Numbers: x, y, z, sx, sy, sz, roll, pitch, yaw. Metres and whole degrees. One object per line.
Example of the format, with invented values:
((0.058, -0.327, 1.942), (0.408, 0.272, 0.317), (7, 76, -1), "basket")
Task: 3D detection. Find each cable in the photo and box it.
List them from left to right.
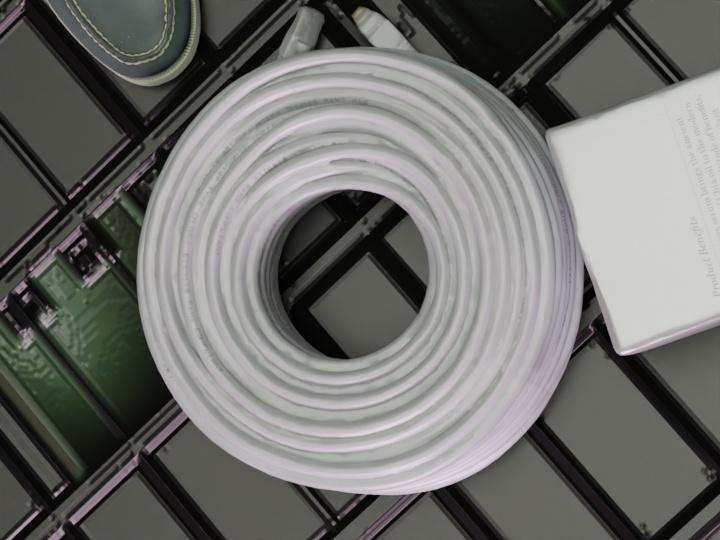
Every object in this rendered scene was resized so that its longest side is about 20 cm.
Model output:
((0.000, 0.000, 0.996), (0.199, 0.069, 0.201), (35, 95, 13), "cable")

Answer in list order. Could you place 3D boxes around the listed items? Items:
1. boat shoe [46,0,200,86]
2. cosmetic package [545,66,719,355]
((-0.138, -0.178, 1.042), (0.072, 0.062, 0.201), (-26, 82, 11), "boat shoe")
((0.190, -0.043, 0.952), (0.199, 0.071, 0.102), (-19, 84, 11), "cosmetic package")
